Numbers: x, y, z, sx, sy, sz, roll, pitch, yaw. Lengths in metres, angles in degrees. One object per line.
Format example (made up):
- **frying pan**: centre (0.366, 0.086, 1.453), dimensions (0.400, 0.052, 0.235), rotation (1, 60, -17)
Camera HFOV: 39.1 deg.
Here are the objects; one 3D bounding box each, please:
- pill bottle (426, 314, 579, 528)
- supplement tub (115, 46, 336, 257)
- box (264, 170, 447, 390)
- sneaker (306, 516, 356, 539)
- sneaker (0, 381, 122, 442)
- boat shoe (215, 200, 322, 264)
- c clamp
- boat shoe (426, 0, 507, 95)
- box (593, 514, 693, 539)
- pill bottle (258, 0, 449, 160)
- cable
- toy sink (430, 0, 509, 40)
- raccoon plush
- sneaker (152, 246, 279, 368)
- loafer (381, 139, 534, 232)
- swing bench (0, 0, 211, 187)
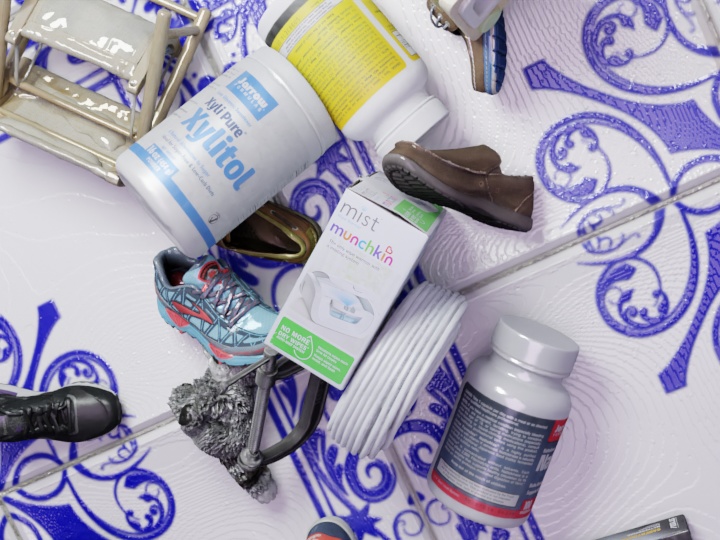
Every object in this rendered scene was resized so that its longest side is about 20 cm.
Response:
- **pill bottle**: centre (0.156, 0.157, 1.078), dimensions (0.119, 0.120, 0.201), rotation (20, 103, 7)
- **supplement tub**: centre (-0.138, -0.121, 1.047), dimensions (0.200, 0.132, 0.132), rotation (-41, 90, -10)
- **box**: centre (0.000, 0.000, 1.040), dimensions (0.096, 0.200, 0.177), rotation (31, 103, 4)
- **sneaker**: centre (-0.004, 0.384, 1.166), dimensions (0.075, 0.085, 0.200), rotation (-37, 91, 14)
- **sneaker**: centre (-0.385, 0.180, 1.203), dimensions (0.198, 0.088, 0.076), rotation (-3, 99, 11)
- **boat shoe**: centre (-0.141, -0.059, 1.124), dimensions (0.198, 0.068, 0.073), rotation (14, 104, 9)
- **c clamp**: centre (-0.093, 0.146, 1.091), dimensions (0.027, 0.170, 0.201), rotation (35, 137, 28)
- **boat shoe**: centre (0.107, -0.277, 1.044), dimensions (0.072, 0.072, 0.202), rotation (-6, 89, 17)
- **box**: centre (0.318, 0.389, 1.123), dimensions (0.157, 0.048, 0.201), rotation (-20, 95, 13)
- **pill bottle**: centre (-0.004, -0.210, 1.049), dimensions (0.112, 0.112, 0.200), rotation (-41, 90, 15)
- **cable**: centre (0.040, 0.101, 1.049), dimensions (0.069, 0.200, 0.201), rotation (32, 100, 7)
- **toy sink**: centre (0.099, -0.296, 0.942), dimensions (0.200, 0.130, 0.112), rotation (44, 103, 12)
- **raccoon plush**: centre (-0.125, 0.155, 1.170), dimensions (0.134, 0.097, 0.200), rotation (-39, 120, 1)
- **sneaker**: centre (-0.158, 0.034, 1.094), dimensions (0.199, 0.079, 0.096), rotation (21, 138, 32)
- **loafer**: centre (0.104, -0.098, 1.037), dimensions (0.073, 0.199, 0.072), rotation (13, 85, 50)
- **swing bench**: centre (-0.298, -0.224, 1.100), dimensions (0.198, 0.130, 0.201), rotation (25, 109, 5)
